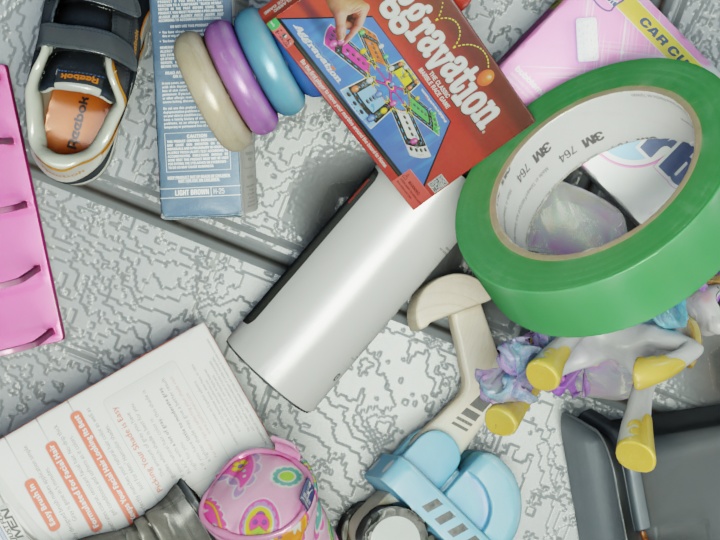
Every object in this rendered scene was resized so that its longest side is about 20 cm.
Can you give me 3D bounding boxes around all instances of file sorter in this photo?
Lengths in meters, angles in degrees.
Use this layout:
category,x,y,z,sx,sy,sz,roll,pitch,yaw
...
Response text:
category,x,y,z,sx,sy,sz,roll,pitch,yaw
file sorter,-0.297,-0.031,1.456,0.138,0.125,0.202,-12,94,0

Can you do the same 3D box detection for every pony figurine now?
category,x,y,z,sx,sy,sz,roll,pitch,yaw
pony figurine,0.164,0.044,1.418,0.192,0.200,0.168,12,123,32

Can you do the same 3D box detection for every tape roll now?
category,x,y,z,sx,sy,sz,roll,pitch,yaw
tape roll,0.159,-0.049,1.364,0.200,0.201,0.048,-37,127,2

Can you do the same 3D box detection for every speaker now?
category,x,y,z,sx,sy,sz,roll,pitch,yaw
speaker,0.000,0.000,1.486,0.081,0.081,0.200,41,93,-3

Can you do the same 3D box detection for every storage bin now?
category,x,y,z,sx,sy,sz,roll,pitch,yaw
storage bin,0.234,0.186,1.476,0.133,0.146,0.201,-13,98,-10

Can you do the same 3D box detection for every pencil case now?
category,x,y,z,sx,sy,sz,roll,pitch,yaw
pencil case,-0.042,0.203,1.447,0.087,0.088,0.201,-21,133,0

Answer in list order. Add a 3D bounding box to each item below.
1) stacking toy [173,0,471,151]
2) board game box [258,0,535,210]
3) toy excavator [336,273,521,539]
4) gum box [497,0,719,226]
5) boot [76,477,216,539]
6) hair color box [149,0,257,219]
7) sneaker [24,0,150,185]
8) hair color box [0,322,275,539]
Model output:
category,x,y,z,sx,sy,sz,roll,pitch,yaw
stacking toy,-0.017,-0.157,1.367,0.199,0.085,0.086,-28,94,4
board game box,0.027,-0.128,1.348,0.103,0.019,0.200,-36,134,5
toy excavator,0.064,0.131,1.499,0.194,0.100,0.200,45,79,-5
gum box,0.198,-0.108,1.488,0.200,0.066,0.114,45,94,-4
boot,-0.144,0.244,1.455,0.131,0.070,0.201,-24,137,-21
hair color box,-0.108,-0.138,1.465,0.060,0.100,0.202,-2,94,3
sneaker,-0.187,-0.159,1.475,0.078,0.079,0.202,6,92,-1
hair color box,-0.169,0.134,1.482,0.199,0.064,0.111,-30,88,-9
